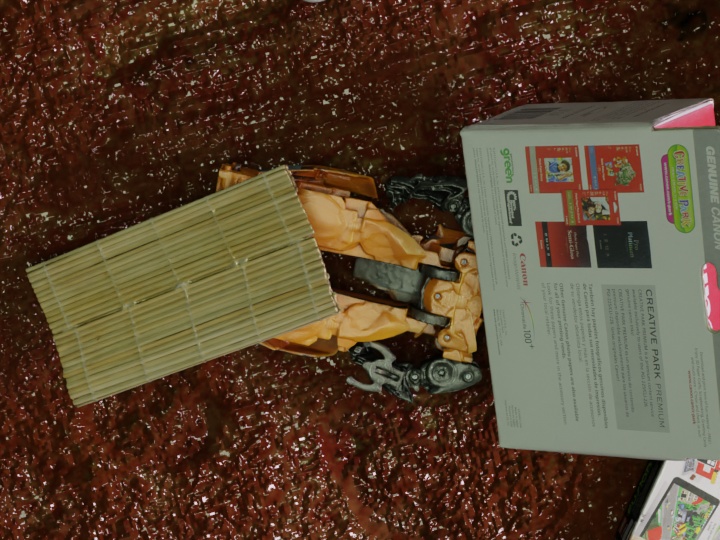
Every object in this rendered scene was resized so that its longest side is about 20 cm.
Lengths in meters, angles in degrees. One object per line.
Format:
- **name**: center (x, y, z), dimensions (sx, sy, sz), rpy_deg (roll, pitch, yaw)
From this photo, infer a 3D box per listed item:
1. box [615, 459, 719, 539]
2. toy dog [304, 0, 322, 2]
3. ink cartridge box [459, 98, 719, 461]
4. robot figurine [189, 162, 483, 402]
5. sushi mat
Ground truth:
- **box**: center (0.255, 0.109, 1.307), dimensions (0.110, 0.035, 0.201), rpy_deg (23, 99, -5)
- **toy dog**: center (0.001, -0.263, 1.200), dimensions (0.200, 0.096, 0.132), rpy_deg (-41, 142, -22)
- **ink cartridge box**: center (0.163, 0.005, 1.194), dimensions (0.175, 0.084, 0.201), rpy_deg (2, 106, 36)
- **robot figurine**: center (0.000, 0.000, 1.270), dimensions (0.199, 0.058, 0.146), rpy_deg (13, 100, -3)
- **sushi mat**: center (-0.111, 0.012, 1.250), dimensions (0.199, 0.012, 0.096), rpy_deg (-20, 85, 22)
